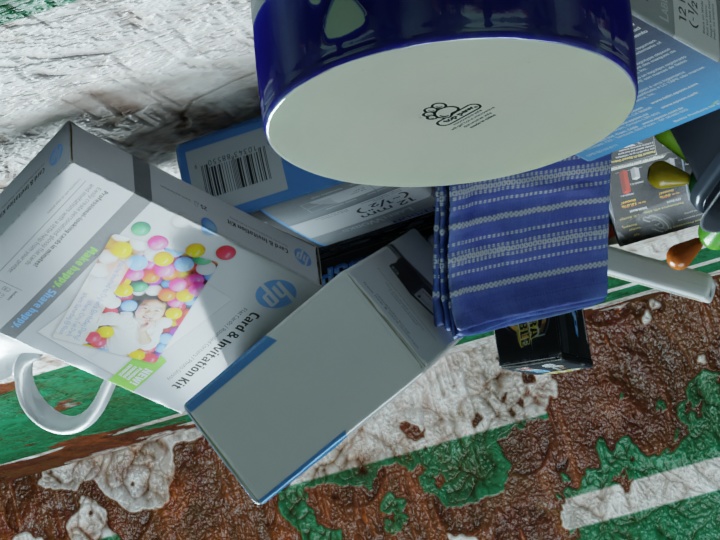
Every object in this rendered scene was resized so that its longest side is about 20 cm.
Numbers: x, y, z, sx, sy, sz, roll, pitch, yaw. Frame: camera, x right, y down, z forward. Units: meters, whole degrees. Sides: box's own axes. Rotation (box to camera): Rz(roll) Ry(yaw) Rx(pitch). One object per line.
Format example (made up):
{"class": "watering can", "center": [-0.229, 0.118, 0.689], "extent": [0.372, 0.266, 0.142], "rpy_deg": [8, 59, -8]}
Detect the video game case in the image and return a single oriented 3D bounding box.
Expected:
{"class": "video game case", "center": [0.181, -0.012, 1.818], "extent": [0.198, 0.023, 0.182], "rpy_deg": [16, -179, 10]}

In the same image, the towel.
{"class": "towel", "center": [0.108, -0.064, 1.468], "extent": [0.144, 0.202, 0.024], "rpy_deg": [-10, -161, -35]}

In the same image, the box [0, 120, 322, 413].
{"class": "box", "center": [-0.150, 0.003, 1.484], "extent": [0.199, 0.041, 0.156], "rpy_deg": [26, 127, -33]}

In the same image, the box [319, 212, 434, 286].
{"class": "box", "center": [0.000, 0.000, 1.687], "extent": [0.199, 0.046, 0.159], "rpy_deg": [-18, -176, 15]}

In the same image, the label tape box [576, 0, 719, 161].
{"class": "label tape box", "center": [0.124, -0.141, 1.351], "extent": [0.143, 0.067, 0.199], "rpy_deg": [-21, 148, 40]}

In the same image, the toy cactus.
{"class": "toy cactus", "center": [0.261, -0.029, 1.608], "extent": [0.102, 0.201, 0.165], "rpy_deg": [-27, -145, 6]}

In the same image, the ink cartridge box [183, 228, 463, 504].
{"class": "ink cartridge box", "center": [-0.012, 0.058, 1.513], "extent": [0.145, 0.084, 0.200], "rpy_deg": [-41, 177, 16]}

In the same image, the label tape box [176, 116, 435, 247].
{"class": "label tape box", "center": [-0.021, -0.057, 1.582], "extent": [0.142, 0.067, 0.200], "rpy_deg": [-18, 163, 15]}

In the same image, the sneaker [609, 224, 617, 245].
{"class": "sneaker", "center": [0.255, -0.106, 1.877], "extent": [0.200, 0.082, 0.077], "rpy_deg": [-38, -162, -7]}

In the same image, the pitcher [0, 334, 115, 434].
{"class": "pitcher", "center": [-0.191, 0.028, 1.623], "extent": [0.199, 0.172, 0.121], "rpy_deg": [-18, -154, 30]}

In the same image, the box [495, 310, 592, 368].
{"class": "box", "center": [0.116, -0.030, 1.613], "extent": [0.046, 0.202, 0.159], "rpy_deg": [-9, 173, 12]}

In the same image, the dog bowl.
{"class": "dog bowl", "center": [0.044, -0.115, 1.201], "extent": [0.198, 0.079, 0.200], "rpy_deg": [-5, 161, -2]}

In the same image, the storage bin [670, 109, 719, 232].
{"class": "storage bin", "center": [0.279, -0.118, 1.514], "extent": [0.199, 0.135, 0.146], "rpy_deg": [-9, 147, -33]}

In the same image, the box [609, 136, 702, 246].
{"class": "box", "center": [0.268, -0.108, 1.685], "extent": [0.198, 0.050, 0.158], "rpy_deg": [-16, 139, 4]}
